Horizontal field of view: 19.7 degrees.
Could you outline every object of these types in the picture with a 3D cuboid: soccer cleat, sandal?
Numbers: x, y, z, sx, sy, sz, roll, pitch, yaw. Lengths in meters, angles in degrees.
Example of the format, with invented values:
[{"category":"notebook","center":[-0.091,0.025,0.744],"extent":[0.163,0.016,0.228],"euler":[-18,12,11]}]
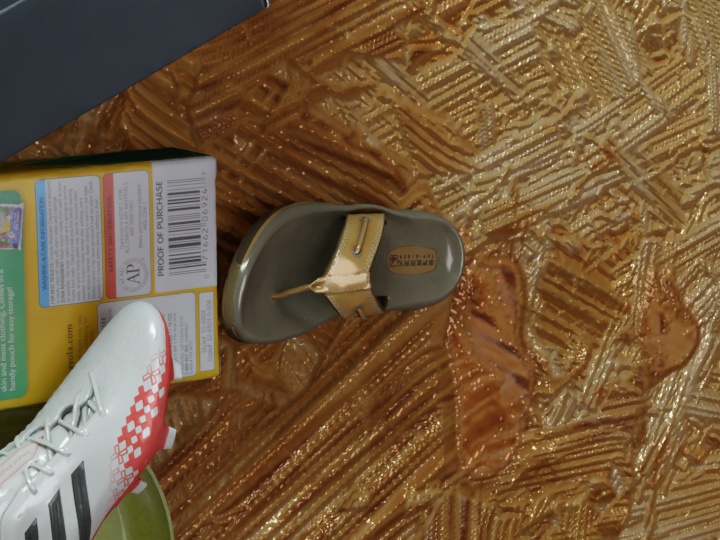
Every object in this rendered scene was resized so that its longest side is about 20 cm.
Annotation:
[{"category":"soccer cleat","center":[-0.162,0.106,1.090],"extent":[0.085,0.069,0.201],"euler":[19,102,-40]},{"category":"sandal","center":[0.000,0.000,1.226],"extent":[0.199,0.054,0.081],"euler":[-6,103,-44]}]

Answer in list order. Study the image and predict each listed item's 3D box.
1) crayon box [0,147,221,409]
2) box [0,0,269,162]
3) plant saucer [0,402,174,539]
[{"category":"crayon box","center":[-0.174,0.005,1.126],"extent":[0.199,0.051,0.127],"euler":[-7,102,-34]},{"category":"box","center":[-0.168,-0.140,1.047],"extent":[0.199,0.141,0.079],"euler":[-33,129,-25]},{"category":"plant saucer","center":[-0.197,0.170,1.151],"extent":[0.199,0.031,0.202],"euler":[-6,100,-34]}]
